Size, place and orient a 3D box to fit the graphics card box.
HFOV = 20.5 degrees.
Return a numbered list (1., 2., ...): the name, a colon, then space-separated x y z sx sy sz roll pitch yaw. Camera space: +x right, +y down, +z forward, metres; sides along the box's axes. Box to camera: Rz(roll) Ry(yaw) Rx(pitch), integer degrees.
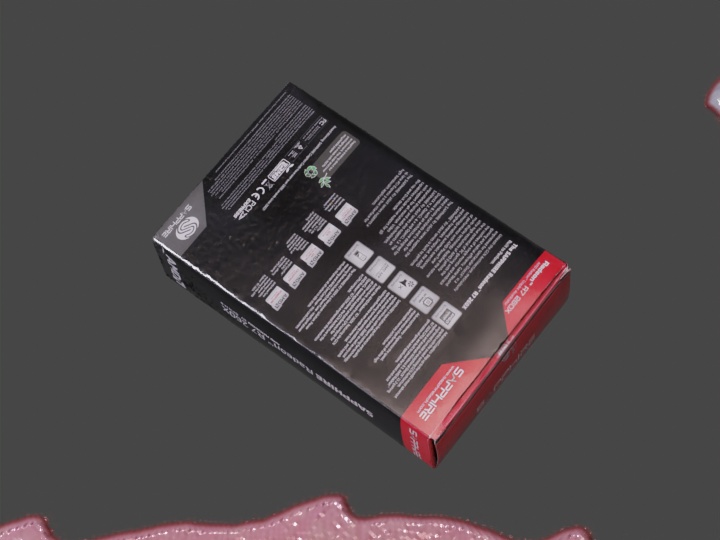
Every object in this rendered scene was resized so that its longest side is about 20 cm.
1. graphics card box: 0.000 0.000 1.085 0.199 0.051 0.126 34 73 19
